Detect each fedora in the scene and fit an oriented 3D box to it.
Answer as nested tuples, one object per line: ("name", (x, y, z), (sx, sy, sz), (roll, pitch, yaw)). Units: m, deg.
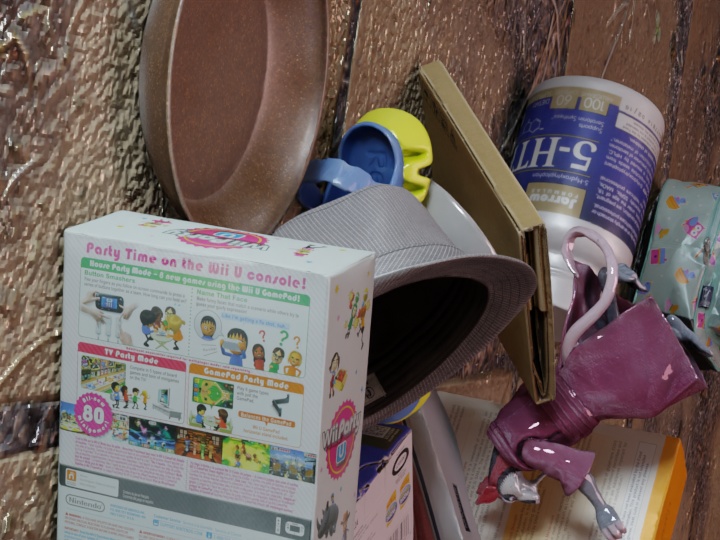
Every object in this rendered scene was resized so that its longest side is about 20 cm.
("fedora", (-0.005, 0.018, 1.083), (0.177, 0.090, 0.200), (1, 142, -46))

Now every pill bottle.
("pill bottle", (0.175, -0.049, 1.558), (0.120, 0.119, 0.201), (56, 46, -60))

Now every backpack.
("backpack", (0.382, 0.001, 2.075), (0.176, 0.153, 0.201), (35, 59, -61))

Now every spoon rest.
("spoon rest", (0.059, -0.001, 1.282), (0.061, 0.099, 0.200), (-37, 163, -19))

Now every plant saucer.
("plant saucer", (-0.071, -0.110, 1.018), (0.200, 0.037, 0.201), (9, 90, -68))

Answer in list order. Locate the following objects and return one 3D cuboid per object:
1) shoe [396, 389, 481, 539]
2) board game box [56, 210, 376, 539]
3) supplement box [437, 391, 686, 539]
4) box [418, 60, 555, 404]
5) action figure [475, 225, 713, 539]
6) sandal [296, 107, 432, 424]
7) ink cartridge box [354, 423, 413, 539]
("shoe", (0.028, 0.165, 1.343), (0.071, 0.091, 0.201), (36, 36, -63))
("board game box", (-0.075, 0.082, 0.933), (0.064, 0.147, 0.201), (-25, 122, -64))
("supplement box", (0.140, 0.180, 1.447), (0.074, 0.199, 0.126), (67, 38, -57))
("box", (0.090, -0.028, 1.319), (0.200, 0.021, 0.164), (-117, -167, -47))
("action figure", (0.151, 0.096, 1.346), (0.200, 0.134, 0.149), (-43, 126, 0))
("sandal", (0.000, 0.000, 1.186), (0.087, 0.079, 0.201), (-12, 97, -51))
("ink cartridge box", (-0.021, 0.184, 1.211), (0.136, 0.076, 0.201), (-46, 141, -57))
